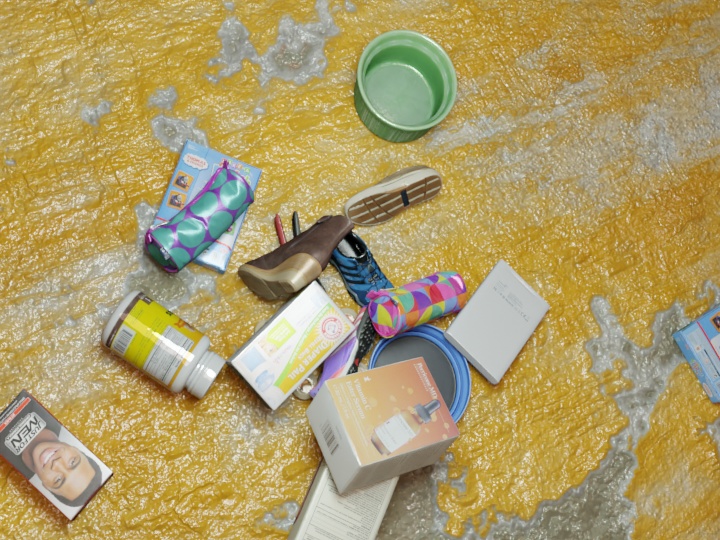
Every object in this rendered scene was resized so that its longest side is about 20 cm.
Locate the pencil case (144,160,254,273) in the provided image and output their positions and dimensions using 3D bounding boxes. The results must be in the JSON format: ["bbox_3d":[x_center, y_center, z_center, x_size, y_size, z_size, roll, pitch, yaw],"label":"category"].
[{"bbox_3d":[-0.278,-0.091,1.640,0.200,0.085,0.093,-45,118,-19],"label":"pencil case"}]

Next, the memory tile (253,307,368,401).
[{"bbox_3d":[-0.086,0.152,1.698,0.195,0.017,0.157,-7,78,-15],"label":"memory tile"}]

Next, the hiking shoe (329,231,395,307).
[{"bbox_3d":[0.000,0.000,1.718,0.200,0.087,0.074,46,71,2],"label":"hiking shoe"}]

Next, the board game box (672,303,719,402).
[{"bbox_3d":[0.732,0.142,1.868,0.197,0.037,0.153,-28,84,-17],"label":"board game box"}]

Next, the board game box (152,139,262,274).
[{"bbox_3d":[-0.279,-0.115,1.710,0.148,0.037,0.204,21,74,-7],"label":"board game box"}]

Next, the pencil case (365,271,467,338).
[{"bbox_3d":[0.103,0.055,1.696,0.198,0.088,0.090,-14,78,-42],"label":"pencil case"}]

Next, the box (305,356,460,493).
[{"bbox_3d":[0.035,0.250,1.554,0.197,0.107,0.154,-11,60,-31],"label":"box"}]

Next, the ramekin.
[{"bbox_3d":[0.079,-0.346,1.819,0.195,0.098,0.205,3,75,-12],"label":"ramekin"}]

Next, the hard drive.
[{"bbox_3d":[0.255,0.093,1.765,0.132,0.025,0.201,43,60,-3],"label":"hard drive"}]

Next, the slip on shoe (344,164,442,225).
[{"bbox_3d":[0.056,-0.148,1.787,0.197,0.077,0.061,-25,42,-9],"label":"slip on shoe"}]

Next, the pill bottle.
[{"bbox_3d":[-0.328,0.130,1.599,0.198,0.109,0.110,34,71,-3],"label":"pill bottle"}]

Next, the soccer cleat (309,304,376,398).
[{"bbox_3d":[-0.027,0.144,1.674,0.072,0.069,0.203,9,62,25],"label":"soccer cleat"}]

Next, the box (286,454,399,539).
[{"bbox_3d":[-0.031,0.401,1.598,0.126,0.109,0.203,26,72,-5],"label":"box"}]

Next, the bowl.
[{"bbox_3d":[0.102,0.199,1.708,0.196,0.039,0.205,5,72,-17],"label":"bowl"}]

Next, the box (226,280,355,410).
[{"bbox_3d":[-0.119,0.127,1.621,0.200,0.101,0.113,-45,96,-13],"label":"box"}]

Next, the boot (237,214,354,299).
[{"bbox_3d":[-0.113,-0.028,1.663,0.167,0.198,0.073,-49,120,-27],"label":"boot"}]

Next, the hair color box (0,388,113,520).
[{"bbox_3d":[-0.506,0.299,1.540,0.199,0.061,0.102,42,70,-1],"label":"hair color box"}]

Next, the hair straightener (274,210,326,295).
[{"bbox_3d":[-0.099,-0.013,1.721,0.075,0.041,0.204,-11,74,-16],"label":"hair straightener"}]
